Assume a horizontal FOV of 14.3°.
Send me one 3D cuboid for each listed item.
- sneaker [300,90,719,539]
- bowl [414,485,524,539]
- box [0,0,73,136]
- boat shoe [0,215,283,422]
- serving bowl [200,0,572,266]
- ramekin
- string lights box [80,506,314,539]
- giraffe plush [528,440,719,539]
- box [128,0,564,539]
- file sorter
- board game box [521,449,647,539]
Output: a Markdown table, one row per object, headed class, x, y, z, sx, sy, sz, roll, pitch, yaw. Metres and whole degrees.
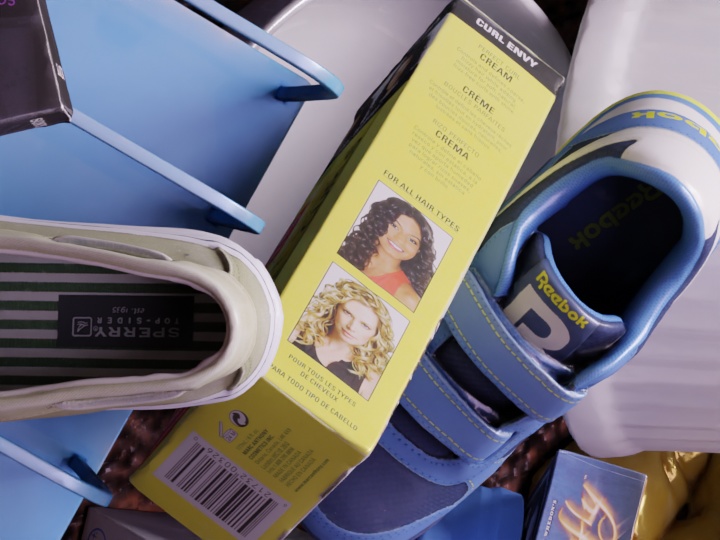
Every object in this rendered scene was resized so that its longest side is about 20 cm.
| class | x | y | z | sx | sy | sz | roll | pitch | yaw |
| --- | --- | --- | --- | --- | --- | --- | --- | --- | --- |
| sneaker | 0.047 | 0.021 | 0.968 | 0.074 | 0.082 | 0.200 | 42 | 101 | -6 |
| bowl | 0.014 | 0.175 | 1.059 | 0.039 | 0.201 | 0.202 | 16 | 95 | 0 |
| box | -0.170 | -0.123 | 0.797 | 0.142 | 0.036 | 0.201 | -14 | 91 | -2 |
| boat shoe | -0.121 | 0.010 | 0.776 | 0.199 | 0.062 | 0.073 | -4 | 86 | 4 |
| serving bowl | -0.008 | -0.020 | 1.041 | 0.199 | 0.066 | 0.201 | -15 | 114 | -37 |
| ramekin | 0.143 | -0.024 | 1.086 | 0.200 | 0.097 | 0.202 | 6 | 90 | -71 |
| string lights box | -0.070 | 0.195 | 1.063 | 0.102 | 0.059 | 0.201 | 11 | 97 | -41 |
| giraffe plush | 0.192 | 0.108 | 1.185 | 0.172 | 0.162 | 0.201 | 40 | 78 | -40 |
| box | 0.000 | 0.000 | 0.899 | 0.050 | 0.075 | 0.200 | 37 | 43 | -7 |
| file sorter | -0.113 | -0.006 | 0.880 | 0.138 | 0.123 | 0.201 | 30 | 87 | -11 |
| board game box | 0.057 | 0.157 | 1.067 | 0.034 | 0.200 | 0.136 | 16 | 71 | 0 |
